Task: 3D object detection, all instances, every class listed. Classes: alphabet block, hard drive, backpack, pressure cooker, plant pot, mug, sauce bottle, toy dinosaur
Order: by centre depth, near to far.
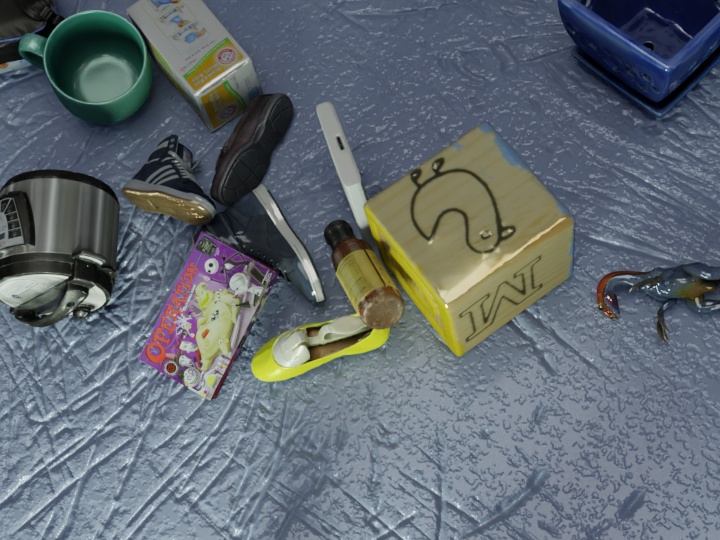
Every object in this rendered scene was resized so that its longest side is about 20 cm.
[{"bbox_3d":[0.146,-0.039,1.593,0.200,0.196,0.195,-36,65,-7],"label":"alphabet block"},{"bbox_3d":[0.415,0.028,1.608,0.181,0.105,0.200,16,33,28],"label":"toy dinosaur"},{"bbox_3d":[0.000,0.000,1.640,0.066,0.066,0.200,-25,39,-2],"label":"sauce bottle"},{"bbox_3d":[-0.014,-0.125,1.651,0.027,0.200,0.132,-20,66,-1],"label":"hard drive"},{"bbox_3d":[-0.424,-0.021,1.688,0.178,0.176,0.200,0,68,-2],"label":"pressure cooker"},{"bbox_3d":[0.410,-0.346,1.688,0.200,0.180,0.200,41,80,22],"label":"plant pot"},{"bbox_3d":[-0.401,-0.310,1.826,0.152,0.114,0.185,-41,80,-11],"label":"mug"},{"bbox_3d":[-0.559,-0.411,1.888,0.200,0.154,0.191,-13,74,-3],"label":"backpack"}]

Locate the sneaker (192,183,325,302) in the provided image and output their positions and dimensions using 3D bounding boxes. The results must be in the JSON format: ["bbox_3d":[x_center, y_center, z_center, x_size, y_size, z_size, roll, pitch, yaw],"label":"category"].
[{"bbox_3d":[-0.147,-0.008,1.687,0.146,0.077,0.202,-30,63,-9],"label":"sneaker"}]

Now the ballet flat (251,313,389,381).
[{"bbox_3d":[-0.058,0.095,1.638,0.200,0.067,0.067,-17,68,2],"label":"ballet flat"}]

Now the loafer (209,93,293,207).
[{"bbox_3d":[-0.169,-0.178,1.780,0.063,0.072,0.200,13,62,35],"label":"loafer"}]

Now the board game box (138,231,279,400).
[{"bbox_3d":[-0.207,0.062,1.650,0.120,0.032,0.200,28,97,13],"label":"board game box"}]

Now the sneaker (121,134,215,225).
[{"bbox_3d":[-0.254,-0.132,1.734,0.200,0.070,0.109,15,63,46],"label":"sneaker"}]

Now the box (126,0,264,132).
[{"bbox_3d":[-0.247,-0.326,1.821,0.101,0.113,0.200,-36,67,-8],"label":"box"}]
